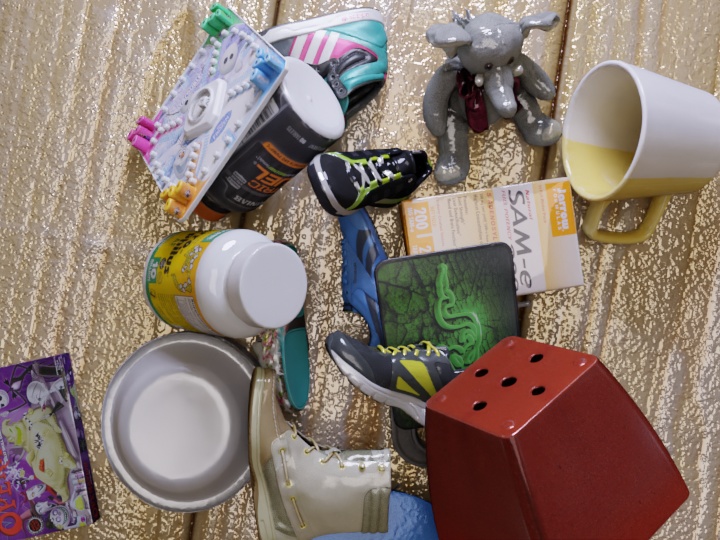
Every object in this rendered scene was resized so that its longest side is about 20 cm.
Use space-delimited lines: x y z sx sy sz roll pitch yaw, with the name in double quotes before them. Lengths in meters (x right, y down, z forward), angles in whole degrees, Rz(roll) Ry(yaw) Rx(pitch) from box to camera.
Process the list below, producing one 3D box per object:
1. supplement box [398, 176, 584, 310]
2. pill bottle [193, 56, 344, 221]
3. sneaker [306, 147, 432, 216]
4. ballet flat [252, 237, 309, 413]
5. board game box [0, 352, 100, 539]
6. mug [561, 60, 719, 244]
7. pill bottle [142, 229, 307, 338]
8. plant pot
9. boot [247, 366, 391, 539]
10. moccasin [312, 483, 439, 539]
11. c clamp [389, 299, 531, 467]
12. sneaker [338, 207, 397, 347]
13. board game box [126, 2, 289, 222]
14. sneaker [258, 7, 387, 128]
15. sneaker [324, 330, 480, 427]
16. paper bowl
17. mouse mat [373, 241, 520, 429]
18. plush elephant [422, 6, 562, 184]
"supplement box" 0.149 -0.030 0.947 0.195 0.074 0.129 -9 89 0
"pill bottle" -0.119 -0.137 0.910 0.199 0.106 0.107 -35 88 30
"sneaker" 0.017 -0.113 0.894 0.082 0.199 0.073 -29 84 31
"ballet flat" -0.098 0.065 0.958 0.063 0.075 0.205 -7 83 29
"board game box" -0.389 0.211 0.967 0.117 0.032 0.205 -12 88 4
"mug" 0.325 -0.140 0.929 0.150 0.187 0.152 2 58 -20
"pill bottle" -0.147 0.013 0.876 0.111 0.198 0.116 -2 93 -39
"plant pot" 0.176 0.184 0.823 0.198 0.199 0.179 -33 110 -25
"boot" -0.043 0.196 0.871 0.151 0.072 0.205 -5 101 -3
"moccasin" 0.003 0.283 0.944 0.195 0.068 0.083 8 80 0
"c clamp" 0.113 0.135 0.943 0.166 0.027 0.205 0 104 -8
"sneaker" 0.000 0.000 0.952 0.077 0.066 0.204 -22 88 3
"board game box" -0.177 -0.182 0.893 0.026 0.200 0.201 27 105 -40
"sneaker" -0.054 -0.222 0.954 0.196 0.084 0.123 -16 79 -1
"sneaker" 0.052 0.107 0.888 0.198 0.074 0.086 31 94 -18
"paper bowl" -0.198 0.173 0.929 0.195 0.104 0.206 0 88 -1
"mouse mat" 0.104 0.076 0.916 0.157 0.008 0.205 -9 104 -1
"plush elephant" 0.146 -0.219 0.912 0.161 0.155 0.205 -14 89 0
